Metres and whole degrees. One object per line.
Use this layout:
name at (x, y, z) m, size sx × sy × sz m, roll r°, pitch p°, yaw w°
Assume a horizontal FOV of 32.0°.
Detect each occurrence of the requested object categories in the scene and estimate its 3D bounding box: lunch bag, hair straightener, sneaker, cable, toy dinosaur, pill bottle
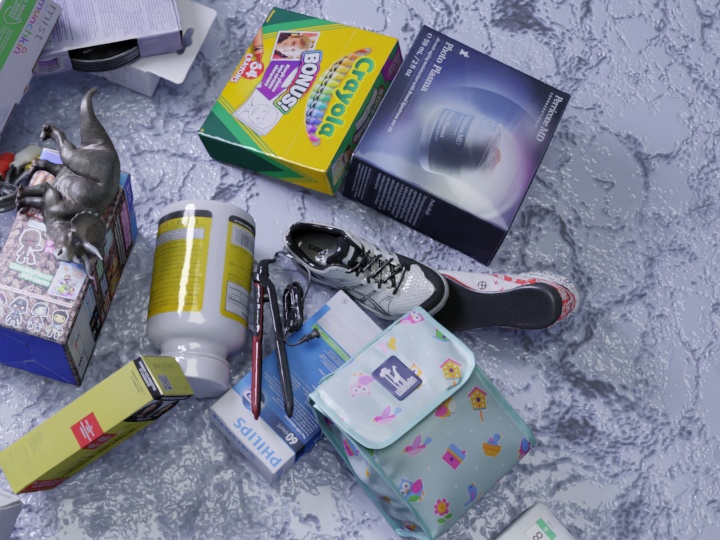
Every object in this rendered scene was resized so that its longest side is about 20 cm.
lunch bag at (0.059, 0.160, 1.332) m, size 0.170 × 0.122 × 0.200 m, roll -39°, pitch 99°, yaw -19°
hair straightener at (-0.080, 0.066, 1.362) m, size 0.077 × 0.041 × 0.201 m, roll -1°, pitch 60°, yaw -2°
sneaker at (0.151, 0.033, 1.444) m, size 0.201 × 0.108 × 0.067 m, roll 3°, pitch 96°, yaw 30°
cable at (-0.395, -0.104, 1.382) m, size 0.097 × 0.200 × 0.051 m, roll 0°, pitch 103°, yaw 4°
toy dinosaur at (-0.287, -0.087, 1.272) m, size 0.102 × 0.077 × 0.200 m, roll 20°, pitch 63°, yaw -10°
pill bottle at (-0.177, 0.032, 1.378) m, size 0.111 × 0.111 × 0.201 m, roll 5°, pitch 68°, yaw -5°
sneaker at (0.000, 0.000, 1.402) m, size 0.199 × 0.088 × 0.076 m, roll 18°, pitch 80°, yaw 16°

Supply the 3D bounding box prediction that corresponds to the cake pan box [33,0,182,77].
cake pan box at (-0.313, -0.330, 1.459) m, size 0.184 × 0.052 × 0.201 m, roll -14°, pitch 72°, yaw -8°

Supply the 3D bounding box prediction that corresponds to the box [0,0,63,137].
box at (-0.455, -0.243, 1.381) m, size 0.176 × 0.097 × 0.200 m, roll 27°, pitch 89°, yaw 27°

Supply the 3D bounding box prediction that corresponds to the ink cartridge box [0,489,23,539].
ink cartridge box at (-0.444, 0.296, 1.234) m, size 0.144 × 0.084 × 0.201 m, roll 21°, pitch 85°, yaw 2°

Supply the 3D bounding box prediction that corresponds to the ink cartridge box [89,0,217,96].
ink cartridge box at (-0.284, -0.289, 1.510) m, size 0.199 × 0.068 × 0.116 m, roll 22°, pitch 69°, yaw 3°

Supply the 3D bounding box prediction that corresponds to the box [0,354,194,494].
box at (-0.274, 0.159, 1.293) m, size 0.200 × 0.075 × 0.050 m, roll -33°, pitch 75°, yaw 13°

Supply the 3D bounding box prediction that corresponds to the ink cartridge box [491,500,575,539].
ink cartridge box at (0.170, 0.369, 1.328) m, size 0.200 × 0.050 × 0.161 m, roll -37°, pitch 77°, yaw -20°

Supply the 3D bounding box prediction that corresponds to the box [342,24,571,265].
box at (0.113, -0.148, 1.476) m, size 0.198 × 0.123 × 0.200 m, roll 26°, pitch 69°, yaw 2°

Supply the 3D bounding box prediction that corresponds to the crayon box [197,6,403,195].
crayon box at (-0.068, -0.204, 1.481) m, size 0.172 × 0.058 × 0.200 m, roll 18°, pitch 67°, yaw 22°

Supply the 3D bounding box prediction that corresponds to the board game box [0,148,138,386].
board game box at (-0.320, 0.000, 1.348) m, size 0.097 × 0.160 × 0.201 m, roll 16°, pitch 68°, yaw 0°

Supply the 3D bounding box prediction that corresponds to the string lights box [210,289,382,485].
string lights box at (-0.059, 0.128, 1.384) m, size 0.200 × 0.059 × 0.103 m, roll -41°, pitch 78°, yaw -19°
